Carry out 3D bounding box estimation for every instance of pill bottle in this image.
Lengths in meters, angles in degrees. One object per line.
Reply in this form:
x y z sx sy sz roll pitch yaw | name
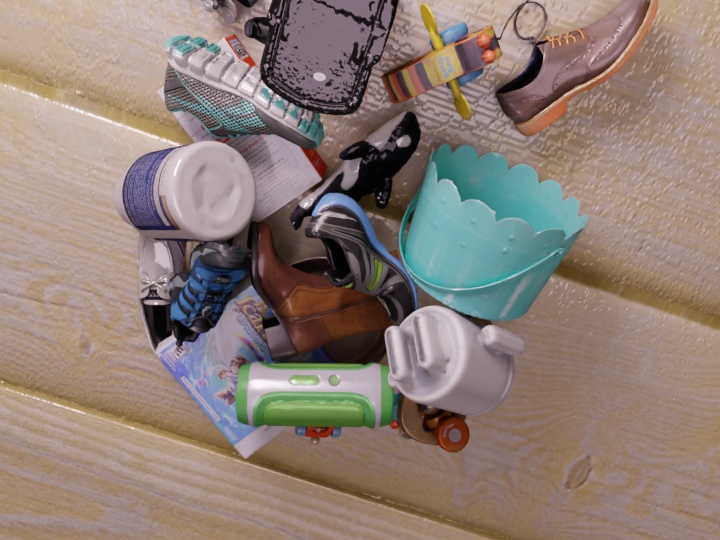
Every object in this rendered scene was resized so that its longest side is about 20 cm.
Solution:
-0.222 -0.092 0.762 0.199 0.111 0.112 4 122 48 | pill bottle

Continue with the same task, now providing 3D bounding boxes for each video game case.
-0.148 0.130 0.872 0.180 0.045 0.201 -36 107 -2 | video game case

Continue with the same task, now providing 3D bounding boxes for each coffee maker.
-0.012 -0.276 0.661 0.134 0.201 0.192 40 113 -15 | coffee maker

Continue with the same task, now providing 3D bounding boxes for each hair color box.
-0.144 -0.175 0.790 0.110 0.064 0.201 -30 110 16 | hair color box

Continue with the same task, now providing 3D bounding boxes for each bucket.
0.150 -0.047 0.755 0.205 0.208 0.136 18 119 -4 | bucket

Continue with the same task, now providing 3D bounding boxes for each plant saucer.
-0.049 0.069 0.906 0.197 0.032 0.203 1 114 3 | plant saucer

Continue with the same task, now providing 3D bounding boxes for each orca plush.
0.002 -0.104 0.771 0.199 0.105 0.072 -35 79 3 | orca plush

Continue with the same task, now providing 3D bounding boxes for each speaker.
-0.058 0.162 0.817 0.197 0.089 0.090 1 114 -2 | speaker

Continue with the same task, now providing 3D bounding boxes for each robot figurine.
0.114 0.112 0.760 0.168 0.114 0.199 -25 147 33 | robot figurine

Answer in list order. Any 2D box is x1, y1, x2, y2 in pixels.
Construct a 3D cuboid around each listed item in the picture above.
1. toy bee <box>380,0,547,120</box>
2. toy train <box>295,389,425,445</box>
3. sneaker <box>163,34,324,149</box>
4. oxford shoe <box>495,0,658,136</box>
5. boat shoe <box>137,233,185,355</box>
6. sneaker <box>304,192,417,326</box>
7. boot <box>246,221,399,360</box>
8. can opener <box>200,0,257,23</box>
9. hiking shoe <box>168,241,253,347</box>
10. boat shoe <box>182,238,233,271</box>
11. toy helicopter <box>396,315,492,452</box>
0.113 -0.251 0.714 0.131 0.109 0.200 42 110 -12 | toy bee
0.005 0.209 0.950 0.197 0.056 0.151 4 140 -14 | toy train
-0.137 -0.185 0.723 0.198 0.078 0.092 29 127 -5 | sneaker
0.245 -0.247 0.720 0.073 0.072 0.200 38 111 -24 | oxford shoe
-0.283 0.027 0.885 0.071 0.066 0.203 7 114 2 | boat shoe
0.000 0.000 0.763 0.083 0.070 0.200 -50 120 -21 | sneaker
-0.039 0.009 0.812 0.197 0.068 0.191 -15 101 -12 | boot
-0.205 -0.372 0.723 0.200 0.053 0.067 43 75 -16 | can opener
-0.178 0.030 0.755 0.073 0.088 0.200 6 158 -28 | hiking shoe
-0.209 0.025 0.879 0.071 0.072 0.203 12 108 0 | boat shoe
0.116 0.142 0.877 0.131 0.079 0.201 34 78 -7 | toy helicopter
